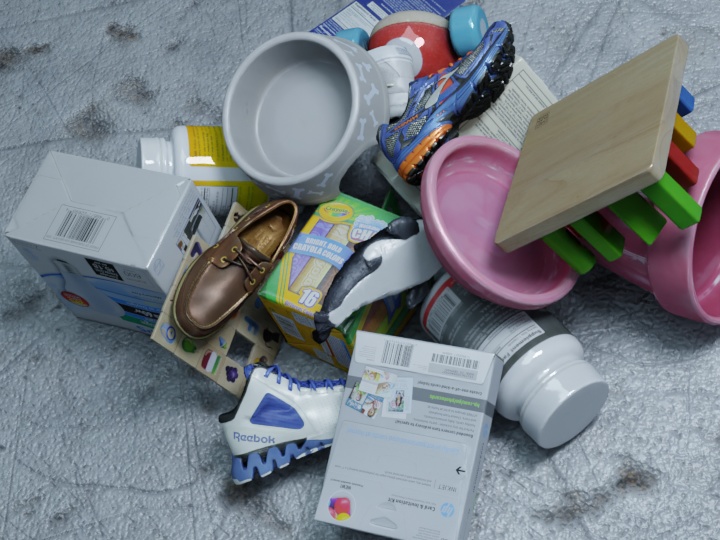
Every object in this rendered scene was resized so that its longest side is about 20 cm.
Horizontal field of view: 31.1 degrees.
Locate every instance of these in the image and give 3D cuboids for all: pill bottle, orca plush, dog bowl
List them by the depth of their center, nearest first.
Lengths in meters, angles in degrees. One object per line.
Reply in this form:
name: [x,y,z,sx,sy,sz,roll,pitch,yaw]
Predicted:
orca plush: [0.016,-0.001,1.372,0.200,0.105,0.071,-47,40,-10]
pill bottle: [0.164,0.086,1.378,0.114,0.114,0.200,-36,57,-9]
dog bowl: [-0.068,-0.176,1.455,0.200,0.059,0.200,-4,80,25]
pill bottle: [-0.167,-0.120,1.564,0.200,0.109,0.109,0,54,-14]

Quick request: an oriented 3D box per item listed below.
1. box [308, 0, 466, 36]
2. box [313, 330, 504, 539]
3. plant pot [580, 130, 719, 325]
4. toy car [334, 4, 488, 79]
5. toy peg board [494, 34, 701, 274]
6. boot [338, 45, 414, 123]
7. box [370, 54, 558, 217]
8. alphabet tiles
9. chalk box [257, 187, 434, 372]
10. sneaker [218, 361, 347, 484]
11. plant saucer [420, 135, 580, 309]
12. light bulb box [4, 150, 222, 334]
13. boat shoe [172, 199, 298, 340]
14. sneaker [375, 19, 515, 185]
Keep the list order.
box: [0.035,-0.328,1.729,0.200,0.032,0.121,-37,57,-8]
box: [0.050,0.172,1.313,0.156,0.041,0.200,8,77,24]
plant pot: [0.329,-0.059,1.393,0.179,0.200,0.200,18,63,41]
toy car: [0.076,-0.192,1.560,0.184,0.177,0.200,-7,68,23]
toy peg board: [0.257,-0.102,1.305,0.200,0.098,0.199,-27,31,43]
boot: [-0.020,-0.182,1.505,0.200,0.074,0.096,-21,69,37]
box: [0.132,-0.139,1.471,0.200,0.128,0.109,-43,22,3]
alphabet tiles: [-0.143,0.031,1.470,0.008,0.167,0.200,-9,53,43]
chalk box: [0.000,0.000,1.472,0.124,0.124,0.200,24,68,27]
sneaker: [-0.069,0.140,1.397,0.199,0.081,0.115,-26,93,-2]
plant saucer: [0.140,-0.045,1.351,0.051,0.200,0.201,-41,40,45]
light bulb box: [-0.269,-0.022,1.511,0.198,0.200,0.125,13,64,22]
boat shoe: [-0.134,-0.009,1.416,0.072,0.068,0.200,43,56,-9]
sneaker: [0.089,-0.189,1.370,0.078,0.075,0.200,40,89,19]
